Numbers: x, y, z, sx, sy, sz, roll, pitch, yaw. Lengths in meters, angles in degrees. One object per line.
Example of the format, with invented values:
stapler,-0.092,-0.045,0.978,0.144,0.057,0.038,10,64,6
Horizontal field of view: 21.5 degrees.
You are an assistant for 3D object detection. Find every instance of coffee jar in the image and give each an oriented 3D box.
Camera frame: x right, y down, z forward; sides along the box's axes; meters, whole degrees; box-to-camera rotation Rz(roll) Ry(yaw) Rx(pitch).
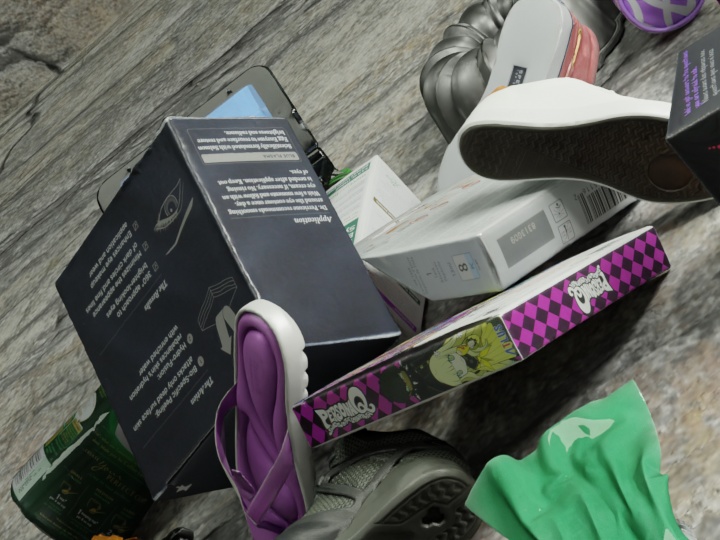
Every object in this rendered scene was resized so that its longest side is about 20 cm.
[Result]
coffee jar,-0.182,0.130,1.524,0.200,0.104,0.085,-50,17,4

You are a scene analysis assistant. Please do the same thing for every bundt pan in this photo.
bundt pan,0.131,-0.194,1.658,0.201,0.076,0.202,-37,20,16

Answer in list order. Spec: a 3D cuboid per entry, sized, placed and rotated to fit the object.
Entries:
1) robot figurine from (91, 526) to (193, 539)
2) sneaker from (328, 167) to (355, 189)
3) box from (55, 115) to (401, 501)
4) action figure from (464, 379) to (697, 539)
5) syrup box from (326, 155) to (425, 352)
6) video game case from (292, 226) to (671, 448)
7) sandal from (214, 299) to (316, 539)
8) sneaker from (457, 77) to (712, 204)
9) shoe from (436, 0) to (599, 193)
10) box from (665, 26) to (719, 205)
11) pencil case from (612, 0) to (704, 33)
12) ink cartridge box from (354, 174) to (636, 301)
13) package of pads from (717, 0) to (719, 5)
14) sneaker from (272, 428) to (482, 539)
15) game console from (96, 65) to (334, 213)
robot figurine,-0.177,0.248,1.378,0.145,0.058,0.200,-51,20,-19
sneaker,-0.041,-0.046,1.714,0.199,0.078,0.085,-6,34,47
box,-0.102,0.027,1.379,0.117,0.201,0.197,-4,-33,-42
action figure,0.135,0.143,0.987,0.118,0.055,0.200,-40,27,5
syrup box,0.000,0.000,1.505,0.079,0.081,0.200,-36,19,24
video game case,0.079,0.041,1.213,0.181,0.036,0.200,-26,0,38
sandal,-0.069,0.115,1.244,0.050,0.204,0.082,-20,27,-34
sneaker,0.171,-0.100,1.282,0.199,0.073,0.085,9,38,18
shoe,0.131,-0.115,1.515,0.071,0.091,0.201,21,91,32
box,0.291,-0.107,1.090,0.199,0.122,0.106,-31,23,31
pencil case,0.233,-0.263,1.584,0.084,0.086,0.200,-33,22,9
ink cartridge box,0.082,-0.027,1.370,0.160,0.048,0.199,-33,12,-35
package of pads,0.314,-0.254,1.353,0.076,0.121,0.200,-52,22,-23
sneaker,-0.016,0.170,1.201,0.199,0.076,0.114,-38,18,7
game console,-0.133,-0.067,1.629,0.200,0.117,0.176,-37,9,9
